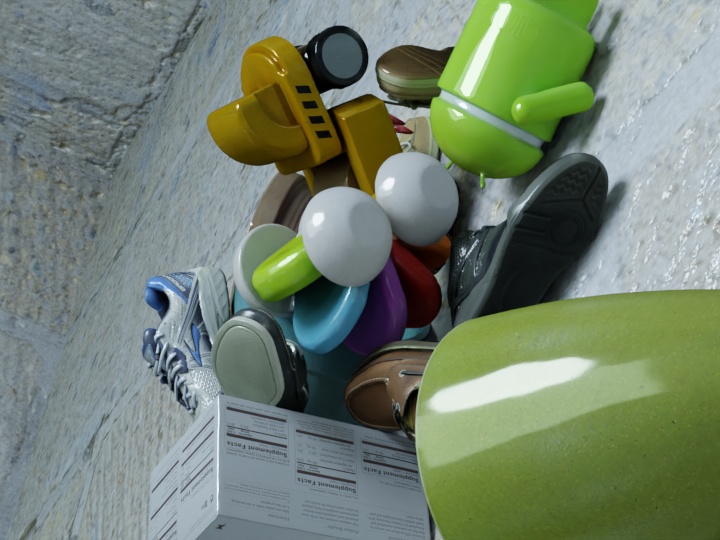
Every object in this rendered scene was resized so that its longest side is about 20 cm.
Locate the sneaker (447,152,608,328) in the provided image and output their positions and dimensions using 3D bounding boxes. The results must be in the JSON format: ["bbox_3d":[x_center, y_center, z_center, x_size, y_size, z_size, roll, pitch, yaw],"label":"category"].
[{"bbox_3d":[0.128,-0.027,1.156,0.115,0.075,0.201,-108,39,-55],"label":"sneaker"}]

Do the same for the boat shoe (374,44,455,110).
[{"bbox_3d":[0.077,-0.183,1.392,0.073,0.199,0.063,34,116,27],"label":"boat shoe"}]

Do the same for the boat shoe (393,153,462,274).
[{"bbox_3d":[0.071,-0.060,1.380,0.070,0.070,0.201,-35,26,23],"label":"boat shoe"}]

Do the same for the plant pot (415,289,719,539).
[{"bbox_3d":[0.165,0.088,0.793,0.199,0.186,0.189,-25,42,42],"label":"plant pot"}]

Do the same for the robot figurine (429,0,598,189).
[{"bbox_3d":[0.135,-0.173,1.253,0.202,0.115,0.175,-64,25,7],"label":"robot figurine"}]

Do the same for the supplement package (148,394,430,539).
[{"bbox_3d":[-0.064,0.209,1.195,0.156,0.198,0.112,-48,35,44],"label":"supplement package"}]

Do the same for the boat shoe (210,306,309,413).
[{"bbox_3d":[-0.080,0.084,1.188,0.068,0.071,0.201,-57,-21,-28],"label":"boat shoe"}]

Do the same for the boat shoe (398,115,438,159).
[{"bbox_3d":[0.032,-0.084,1.525,0.073,0.062,0.203,-19,51,67],"label":"boat shoe"}]

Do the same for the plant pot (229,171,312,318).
[{"bbox_3d":[-0.071,-0.002,1.547,0.201,0.091,0.204,18,-90,-83],"label":"plant pot"}]

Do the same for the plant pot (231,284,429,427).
[{"bbox_3d":[-0.059,0.106,1.372,0.201,0.198,0.198,-110,39,-65],"label":"plant pot"}]

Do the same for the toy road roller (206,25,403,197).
[{"bbox_3d":[-0.056,-0.125,1.335,0.145,0.202,0.122,-28,10,-26],"label":"toy road roller"}]

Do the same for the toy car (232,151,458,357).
[{"bbox_3d":[0.000,0.000,1.216,0.199,0.151,0.174,-29,4,-40],"label":"toy car"}]

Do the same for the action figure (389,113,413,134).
[{"bbox_3d":[-0.005,-0.066,1.458,0.202,0.051,0.065,-61,-11,1],"label":"action figure"}]

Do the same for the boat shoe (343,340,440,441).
[{"bbox_3d":[0.051,0.101,1.136,0.199,0.072,0.068,-20,28,45],"label":"boat shoe"}]

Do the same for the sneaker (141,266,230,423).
[{"bbox_3d":[-0.163,0.087,1.297,0.077,0.084,0.202,121,144,-46],"label":"sneaker"}]
